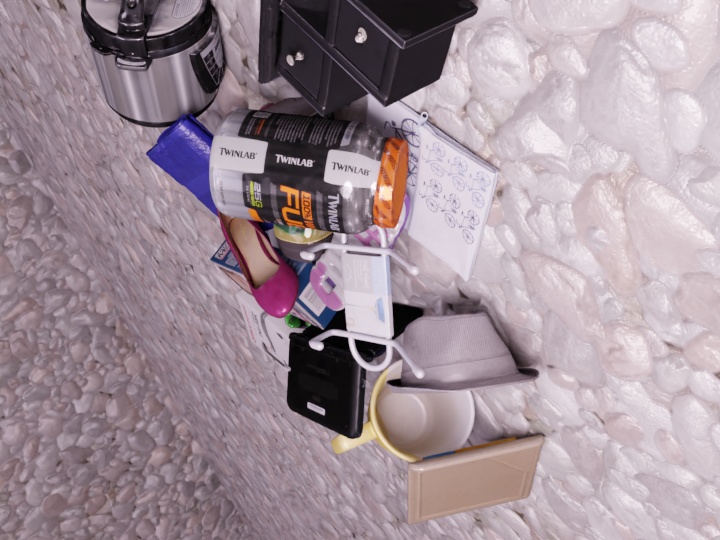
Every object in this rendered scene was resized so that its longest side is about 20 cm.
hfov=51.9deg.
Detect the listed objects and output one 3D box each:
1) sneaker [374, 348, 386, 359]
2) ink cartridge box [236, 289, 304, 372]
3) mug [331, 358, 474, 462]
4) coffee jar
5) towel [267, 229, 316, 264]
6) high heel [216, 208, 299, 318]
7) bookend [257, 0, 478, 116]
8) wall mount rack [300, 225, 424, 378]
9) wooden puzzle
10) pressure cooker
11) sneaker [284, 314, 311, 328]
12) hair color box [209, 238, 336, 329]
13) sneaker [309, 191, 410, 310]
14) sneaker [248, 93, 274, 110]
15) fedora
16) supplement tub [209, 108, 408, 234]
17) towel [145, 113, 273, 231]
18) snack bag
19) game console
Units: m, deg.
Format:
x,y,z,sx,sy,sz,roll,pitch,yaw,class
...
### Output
x,y,z,sx,sy,sz,roll,pitch,yaw,class
-0.020,0.138,1.190,0.070,0.108,0.200,50,154,6,sneaker
-0.130,0.117,1.380,0.200,0.083,0.147,34,149,34,ink cartridge box
0.057,0.209,1.096,0.186,0.150,0.153,11,163,-7,mug
-0.072,-0.114,0.953,0.085,0.104,0.201,14,128,33,coffee jar
-0.096,-0.043,1.144,0.200,0.024,0.147,34,133,47,towel
-0.145,-0.018,0.973,0.096,0.067,0.200,44,-174,-41,high heel
-0.007,-0.222,0.736,0.199,0.092,0.200,48,152,20,bookend
0.013,0.038,0.848,0.173,0.074,0.201,7,110,36,wall mount rack
0.153,0.288,1.029,0.200,0.184,0.037,87,170,-51,wooden puzzle
-0.284,-0.317,1.004,0.176,0.178,0.200,45,154,24,pressure cooker
-0.112,0.048,1.264,0.200,0.085,0.078,25,142,46,sneaker
-0.124,0.012,1.083,0.200,0.061,0.100,20,159,47,hair color box
0.011,-0.037,0.932,0.081,0.088,0.200,49,133,17,sneaker
-0.156,-0.182,1.077,0.090,0.075,0.200,52,145,-2,sneaker
0.115,0.097,0.895,0.200,0.176,0.091,144,119,-75,fedora
-0.053,-0.107,0.810,0.199,0.123,0.123,9,139,11,supplement tub
-0.201,-0.133,1.059,0.200,0.050,0.148,43,153,-21,towel
0.067,-0.101,0.856,0.200,0.021,0.189,42,152,24,snack bag
-0.012,0.134,1.080,0.200,0.116,0.177,7,95,57,game console
